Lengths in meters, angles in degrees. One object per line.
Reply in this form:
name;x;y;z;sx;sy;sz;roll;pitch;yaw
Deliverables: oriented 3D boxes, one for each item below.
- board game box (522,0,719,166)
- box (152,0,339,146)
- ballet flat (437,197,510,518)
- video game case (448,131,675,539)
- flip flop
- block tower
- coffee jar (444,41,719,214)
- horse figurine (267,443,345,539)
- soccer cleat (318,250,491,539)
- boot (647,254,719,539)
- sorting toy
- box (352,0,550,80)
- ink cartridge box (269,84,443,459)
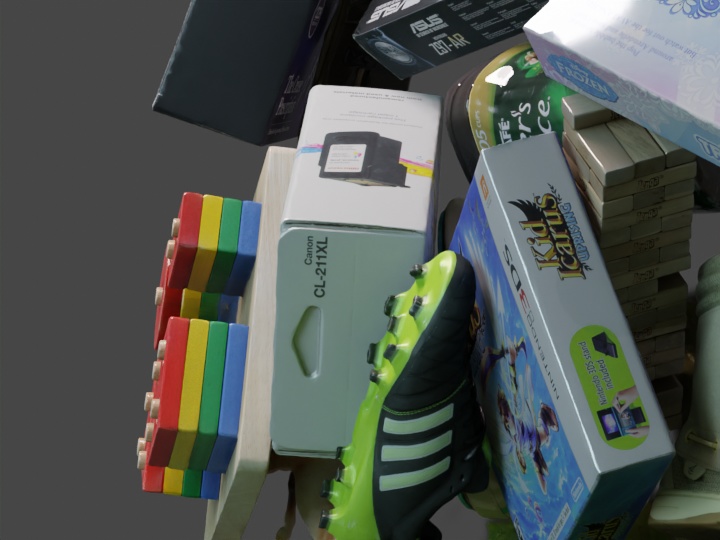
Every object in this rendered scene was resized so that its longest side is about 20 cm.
board game box;0.216;-0.138;1.453;0.199;0.043;0.200;-44;46;-14
box;-0.060;-0.158;1.881;0.200;0.079;0.142;-41;-31;-82
ballet flat;0.086;0.044;1.692;0.069;0.069;0.201;-31;54;46
video game case;0.096;0.052;1.548;0.200;0.045;0.182;105;149;-66
flip flop;0.014;-0.152;1.871;0.058;0.081;0.201;-116;45;-60
block tower;0.137;-0.001;1.541;0.058;0.054;0.201;-121;22;-48
coffee jar;0.134;-0.079;1.624;0.200;0.085;0.105;-6;114;56
horse figurine;-0.023;0.147;1.812;0.133;0.050;0.200;-57;39;36
soccer cleat;0.038;0.074;1.585;0.068;0.081;0.200;-87;13;-54
boot;0.226;0.058;1.462;0.200;0.072;0.155;-7;68;55
sorting toy;-0.091;0.051;1.787;0.199;0.069;0.201;113;163;-67
box;0.094;-0.204;1.731;0.200;0.043;0.161;-15;41;58
ink cartridge box;0.000;0.000;1.696;0.200;0.082;0.146;-81;-5;-64
